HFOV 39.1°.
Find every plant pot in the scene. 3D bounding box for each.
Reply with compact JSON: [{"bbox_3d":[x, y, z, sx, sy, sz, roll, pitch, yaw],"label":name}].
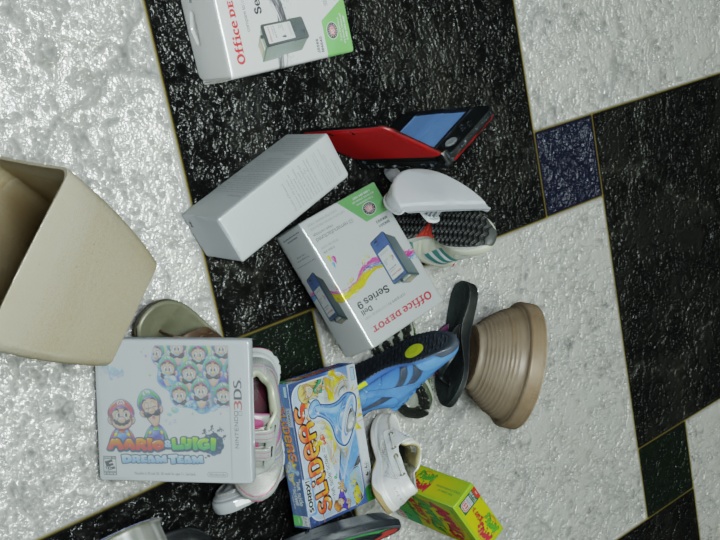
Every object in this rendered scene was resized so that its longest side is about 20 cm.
[{"bbox_3d":[0.212,0.142,1.590,0.093,0.201,0.201,11,88,-9],"label":"plant pot"},{"bbox_3d":[-0.355,0.006,1.145,0.177,0.200,0.200,36,73,-45],"label":"plant pot"}]

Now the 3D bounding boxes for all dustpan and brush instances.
[{"bbox_3d":[0.079,-0.114,1.444,0.139,0.200,0.057,-3,127,-24],"label":"dustpan and brush"}]

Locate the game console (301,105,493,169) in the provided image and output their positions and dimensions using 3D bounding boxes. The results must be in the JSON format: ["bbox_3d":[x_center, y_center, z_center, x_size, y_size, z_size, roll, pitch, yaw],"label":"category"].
[{"bbox_3d":[0.050,-0.205,1.409,0.172,0.200,0.119,-49,120,-23],"label":"game console"}]

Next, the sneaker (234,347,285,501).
[{"bbox_3d":[-0.141,0.204,1.315,0.081,0.088,0.200,-3,93,-1],"label":"sneaker"}]

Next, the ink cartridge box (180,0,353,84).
[{"bbox_3d":[-0.123,-0.338,1.339,0.200,0.084,0.146,-22,107,-33],"label":"ink cartridge box"}]

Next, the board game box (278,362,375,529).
[{"bbox_3d":[-0.050,0.240,1.414,0.135,0.034,0.200,-13,95,-46],"label":"board game box"}]

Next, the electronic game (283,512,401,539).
[{"bbox_3d":[-0.039,0.382,1.415,0.200,0.200,0.042,-2,65,-36],"label":"electronic game"}]

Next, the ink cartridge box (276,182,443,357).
[{"bbox_3d":[0.000,0.000,1.426,0.145,0.087,0.200,-30,93,-31],"label":"ink cartridge box"}]

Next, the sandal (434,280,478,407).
[{"bbox_3d":[0.137,0.113,1.591,0.048,0.075,0.201,15,77,-26],"label":"sandal"}]

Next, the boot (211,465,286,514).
[{"bbox_3d":[-0.138,0.246,1.403,0.200,0.073,0.096,-33,107,-39],"label":"boot"}]

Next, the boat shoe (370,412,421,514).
[{"bbox_3d":[0.059,0.270,1.475,0.069,0.200,0.071,-29,116,14],"label":"boat shoe"}]

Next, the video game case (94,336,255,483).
[{"bbox_3d":[-0.232,0.174,1.269,0.200,0.024,0.182,0,97,7],"label":"video game case"}]

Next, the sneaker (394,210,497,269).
[{"bbox_3d":[0.133,-0.043,1.493,0.093,0.200,0.070,40,65,-39],"label":"sneaker"}]

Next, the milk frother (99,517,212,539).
[{"bbox_3d":[-0.275,0.436,1.284,0.180,0.200,0.188,3,55,-60],"label":"milk frother"}]

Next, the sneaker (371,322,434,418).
[{"bbox_3d":[0.069,0.121,1.554,0.089,0.077,0.200,-41,120,-62],"label":"sneaker"}]

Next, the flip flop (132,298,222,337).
[{"bbox_3d":[-0.211,0.107,1.334,0.200,0.058,0.081,45,69,-31],"label":"flip flop"}]

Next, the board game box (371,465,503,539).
[{"bbox_3d":[0.107,0.340,1.505,0.048,0.200,0.102,-46,119,-24],"label":"board game box"}]

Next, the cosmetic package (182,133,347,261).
[{"bbox_3d":[-0.125,-0.100,1.351,0.200,0.101,0.071,-41,117,-26],"label":"cosmetic package"}]

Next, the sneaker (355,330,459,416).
[{"bbox_3d":[0.064,0.154,1.485,0.200,0.066,0.078,-27,115,16],"label":"sneaker"}]
